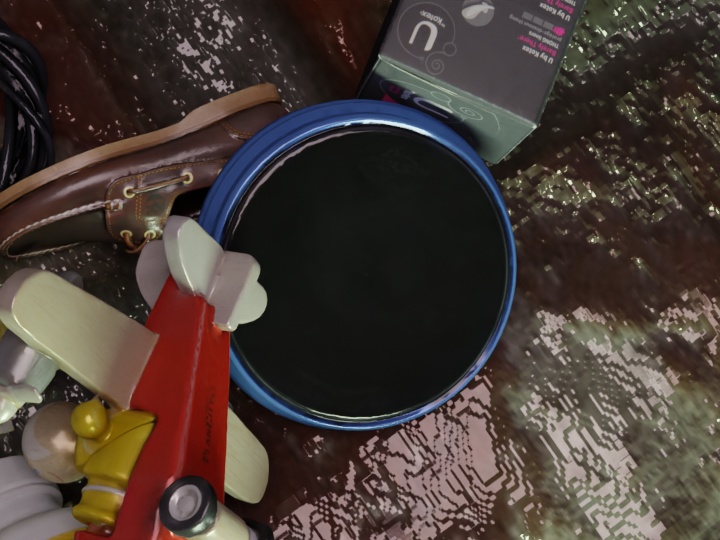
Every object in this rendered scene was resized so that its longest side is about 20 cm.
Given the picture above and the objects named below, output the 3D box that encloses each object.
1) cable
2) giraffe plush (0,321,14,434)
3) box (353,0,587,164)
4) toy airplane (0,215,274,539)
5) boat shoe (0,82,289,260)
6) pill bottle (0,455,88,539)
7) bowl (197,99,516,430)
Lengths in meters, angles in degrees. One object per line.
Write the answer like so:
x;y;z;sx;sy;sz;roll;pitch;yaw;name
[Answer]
-0.280;-0.093;1.123;0.199;0.051;0.164;24;80;-3;cable
-0.267;0.035;1.029;0.172;0.162;0.200;-33;101;15;giraffe plush
0.085;-0.184;1.140;0.106;0.122;0.201;23;80;-3;box
-0.120;0.071;1.008;0.140;0.199;0.201;-13;104;23;toy airplane
-0.125;-0.046;1.123;0.199;0.070;0.071;-23;81;-9;boat shoe
-0.160;0.203;1.030;0.112;0.112;0.200;-34;64;-10;pill bottle
0.000;0.000;1.115;0.199;0.039;0.202;-3;101;-13;bowl
